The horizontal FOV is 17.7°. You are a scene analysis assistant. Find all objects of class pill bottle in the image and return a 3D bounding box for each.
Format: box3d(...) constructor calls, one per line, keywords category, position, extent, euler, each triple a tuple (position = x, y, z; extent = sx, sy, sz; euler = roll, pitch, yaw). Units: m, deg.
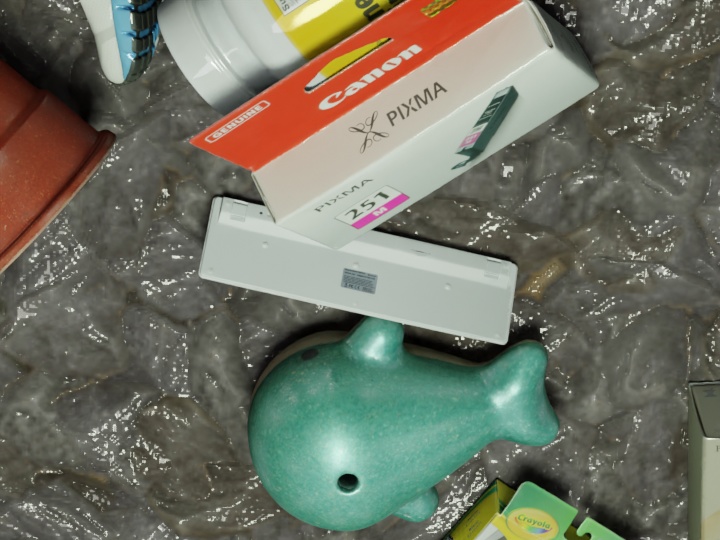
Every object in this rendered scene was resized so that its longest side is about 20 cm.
box3d(category="pill bottle", position=(-0.013, -0.173, 1.327), extent=(0.200, 0.112, 0.112), euler=(-32, 114, 16))

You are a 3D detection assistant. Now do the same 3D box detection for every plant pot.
box3d(category="plant pot", position=(-0.280, -0.078, 1.342), extent=(0.201, 0.201, 0.195), euler=(-39, 103, 19))

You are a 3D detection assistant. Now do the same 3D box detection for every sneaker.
box3d(category="sneaker", position=(-0.167, -0.204, 1.341), extent=(0.087, 0.075, 0.200), euler=(-5, 111, 10))

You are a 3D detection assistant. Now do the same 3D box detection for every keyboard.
box3d(category="keyboard", position=(0.000, 0.000, 1.457), extent=(0.200, 0.011, 0.056), euler=(13, 73, -7))

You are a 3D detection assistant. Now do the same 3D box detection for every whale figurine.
box3d(category="whale figurine", position=(0.027, 0.102, 1.479), extent=(0.200, 0.104, 0.159), euler=(-8, 117, 4))

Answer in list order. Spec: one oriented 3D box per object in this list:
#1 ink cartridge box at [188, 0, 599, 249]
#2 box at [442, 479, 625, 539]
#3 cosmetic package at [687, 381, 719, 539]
box3d(category="ink cartridge box", position=(0.024, -0.092, 1.349), extent=(0.200, 0.174, 0.044), euler=(-32, 71, 15))
box3d(category="box", position=(0.094, 0.230, 1.581), extent=(0.117, 0.048, 0.200), euler=(33, 116, -16))
box3d(category="cosmetic package", position=(0.272, 0.174, 1.537), extent=(0.103, 0.073, 0.200), euler=(-4, 119, 2))
